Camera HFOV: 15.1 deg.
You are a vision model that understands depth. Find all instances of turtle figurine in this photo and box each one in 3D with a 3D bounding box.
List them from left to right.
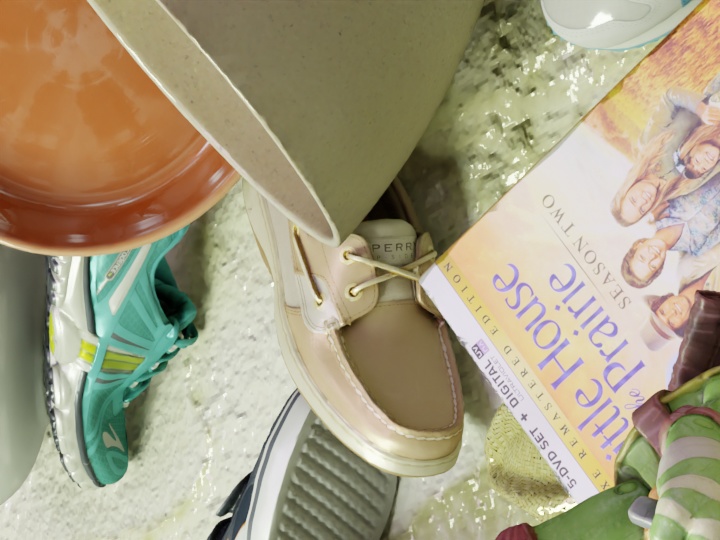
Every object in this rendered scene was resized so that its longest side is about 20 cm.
[{"bbox_3d":[0.115,0.115,0.896,0.194,0.144,0.200,-33,79,21],"label":"turtle figurine"}]

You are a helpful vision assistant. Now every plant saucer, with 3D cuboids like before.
[{"bbox_3d":[-0.133,-0.107,1.265,0.032,0.200,0.201,-88,6,-80],"label":"plant saucer"}]

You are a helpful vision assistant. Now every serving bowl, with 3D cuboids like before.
[{"bbox_3d":[-0.199,0.039,1.478,0.200,0.066,0.201,-179,90,-90],"label":"serving bowl"}]

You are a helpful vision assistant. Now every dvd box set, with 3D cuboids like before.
[{"bbox_3d":[0.131,-0.008,0.989,0.200,0.029,0.146,-44,64,20],"label":"dvd box set"}]

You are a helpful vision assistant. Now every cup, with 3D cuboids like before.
[{"bbox_3d":[-0.024,-0.130,1.159,0.143,0.200,0.200,-41,42,-7],"label":"cup"}]

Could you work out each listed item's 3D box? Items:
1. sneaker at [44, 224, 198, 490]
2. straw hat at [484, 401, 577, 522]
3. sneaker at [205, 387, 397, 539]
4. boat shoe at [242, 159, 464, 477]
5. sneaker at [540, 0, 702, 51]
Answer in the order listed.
[{"bbox_3d":[-0.123,0.037,1.403,0.078,0.079,0.200,-100,13,-48],"label":"sneaker"},{"bbox_3d":[0.098,0.068,1.068,0.201,0.085,0.202,0,90,55],"label":"straw hat"},{"bbox_3d":[-0.039,0.134,1.276,0.079,0.078,0.200,27,113,47],"label":"sneaker"},{"bbox_3d":[0.000,0.000,1.225,0.200,0.074,0.069,65,144,34],"label":"boat shoe"},{"bbox_3d":[0.119,-0.156,1.047,0.200,0.081,0.077,-48,53,46],"label":"sneaker"}]
